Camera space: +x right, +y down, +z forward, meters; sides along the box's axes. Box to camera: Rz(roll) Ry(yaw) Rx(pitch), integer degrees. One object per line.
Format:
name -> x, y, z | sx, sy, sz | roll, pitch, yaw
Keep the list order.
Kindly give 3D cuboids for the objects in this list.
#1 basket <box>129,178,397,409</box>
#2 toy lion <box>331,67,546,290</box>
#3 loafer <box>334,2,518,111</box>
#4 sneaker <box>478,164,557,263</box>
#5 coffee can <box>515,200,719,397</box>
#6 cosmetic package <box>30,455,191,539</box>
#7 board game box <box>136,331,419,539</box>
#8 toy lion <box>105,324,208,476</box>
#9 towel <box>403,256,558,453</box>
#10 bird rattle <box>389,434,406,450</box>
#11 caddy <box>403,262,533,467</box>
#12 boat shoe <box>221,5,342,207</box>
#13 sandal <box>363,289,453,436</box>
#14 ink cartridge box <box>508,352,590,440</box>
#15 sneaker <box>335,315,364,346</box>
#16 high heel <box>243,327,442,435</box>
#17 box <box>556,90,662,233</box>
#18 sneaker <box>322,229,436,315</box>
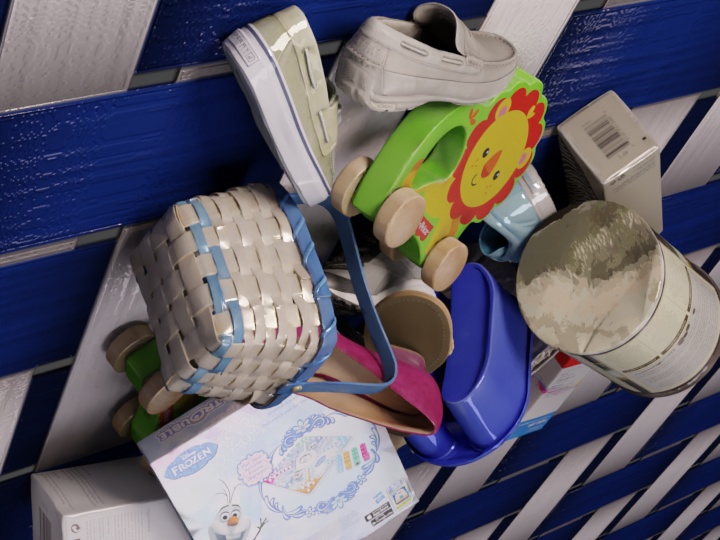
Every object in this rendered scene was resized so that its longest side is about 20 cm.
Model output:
basket -> -0.071, 0.015, 1.212 | 0.198, 0.178, 0.139 | -2, 152, -35
toy lion -> 0.081, -0.091, 1.287 | 0.192, 0.068, 0.200 | -54, 154, -1
loafer -> 0.060, -0.165, 1.164 | 0.199, 0.070, 0.070 | -18, 136, -52
sneaker -> 0.155, -0.038, 1.522 | 0.081, 0.074, 0.200 | -27, 148, 4
coffee can -> 0.256, 0.031, 1.493 | 0.146, 0.147, 0.200 | -41, 149, 13
cosmetic package -> -0.194, 0.225, 1.427 | 0.198, 0.113, 0.082 | -5, 106, -25
board game box -> -0.068, 0.179, 1.374 | 0.199, 0.043, 0.200 | -31, 124, -11
toy lion -> -0.128, 0.073, 1.375 | 0.191, 0.069, 0.201 | -32, 157, -24
towel -> 0.102, 0.087, 1.592 | 0.200, 0.133, 0.034 | -42, 147, 13
bird rattle -> 0.055, 0.157, 1.708 | 0.200, 0.113, 0.163 | -44, -175, 13
caddy -> 0.095, 0.092, 1.508 | 0.140, 0.202, 0.105 | -13, 140, 27
boat shoe -> -0.043, -0.114, 1.126 | 0.062, 0.072, 0.200 | -30, 152, -4
sandal -> 0.047, 0.061, 1.370 | 0.213, 0.077, 0.070 | 99, 14, -51
ink cartridge box -> 0.196, 0.081, 1.716 | 0.067, 0.117, 0.201 | -11, 147, -39
sneaker -> -0.026, 0.106, 1.549 | 0.104, 0.060, 0.200 | -40, 155, 11
high heel -> -0.029, 0.087, 1.264 | 0.198, 0.096, 0.068 | 6, 117, -12
box -> 0.248, -0.088, 1.525 | 0.068, 0.082, 0.200 | -34, 154, -3
sneaker -> 0.000, 0.000, 1.379 | 0.073, 0.080, 0.200 | 1, -176, 30
